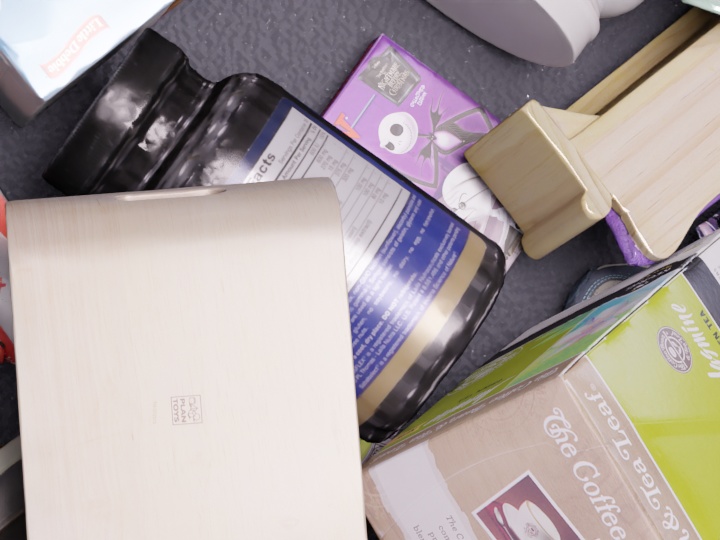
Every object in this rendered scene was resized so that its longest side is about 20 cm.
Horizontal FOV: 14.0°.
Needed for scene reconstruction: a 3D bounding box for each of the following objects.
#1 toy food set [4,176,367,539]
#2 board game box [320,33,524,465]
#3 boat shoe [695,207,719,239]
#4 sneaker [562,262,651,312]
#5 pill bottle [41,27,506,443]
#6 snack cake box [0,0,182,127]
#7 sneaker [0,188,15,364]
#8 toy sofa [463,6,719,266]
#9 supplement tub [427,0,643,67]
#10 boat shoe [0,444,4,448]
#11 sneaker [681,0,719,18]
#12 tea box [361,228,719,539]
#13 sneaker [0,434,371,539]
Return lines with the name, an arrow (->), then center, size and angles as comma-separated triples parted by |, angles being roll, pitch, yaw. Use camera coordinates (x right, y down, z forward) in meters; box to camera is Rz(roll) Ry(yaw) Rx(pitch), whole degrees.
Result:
toy food set -> -0.075, 0.062, 1.259 | 0.143, 0.060, 0.200 | -4, 84, -7
board game box -> 0.000, 0.000, 1.423 | 0.120, 0.032, 0.200 | 35, 80, -3
boat shoe -> 0.240, 0.033, 1.411 | 0.093, 0.075, 0.200 | -14, 60, -40
sneaker -> 0.191, 0.059, 1.426 | 0.200, 0.086, 0.078 | 34, 80, -7
pill bottle -> -0.041, -0.020, 1.346 | 0.200, 0.112, 0.112 | 36, 80, -5
snack cake box -> -0.098, -0.157, 1.368 | 0.200, 0.115, 0.067 | -40, 94, -12
sneaker -> -0.201, 0.008, 1.361 | 0.108, 0.067, 0.201 | -35, 90, -11
toy sofa -> 0.157, -0.081, 1.414 | 0.200, 0.083, 0.098 | -39, 92, -23
supplement tub -> 0.106, -0.212, 1.398 | 0.145, 0.145, 0.200 | 36, 80, -7
boat shoe -> -0.131, 0.143, 1.364 | 0.200, 0.070, 0.070 | 35, 83, -6
sneaker -> 0.179, -0.180, 1.318 | 0.118, 0.074, 0.200 | -58, 139, -17
tea box -> 0.133, 0.118, 1.318 | 0.200, 0.134, 0.197 | 60, 35, -2
sneaker -> -0.092, 0.114, 1.300 | 0.200, 0.075, 0.106 | -26, 57, -33
